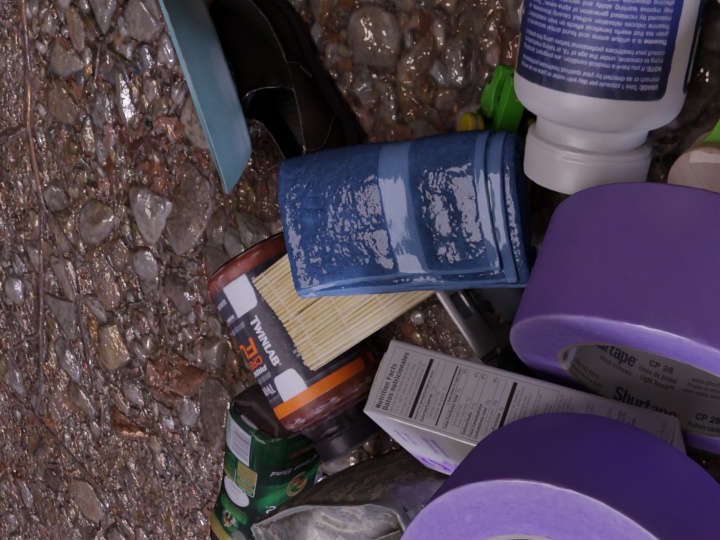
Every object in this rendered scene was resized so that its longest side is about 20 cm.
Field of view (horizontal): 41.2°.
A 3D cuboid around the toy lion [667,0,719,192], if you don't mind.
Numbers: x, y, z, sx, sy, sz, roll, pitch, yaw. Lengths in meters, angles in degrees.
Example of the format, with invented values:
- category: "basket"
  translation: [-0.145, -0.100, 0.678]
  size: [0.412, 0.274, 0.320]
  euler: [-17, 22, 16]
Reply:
- category: "toy lion"
  translation: [0.289, -0.111, 0.540]
  size: [0.190, 0.068, 0.203]
  euler: [19, 119, 27]

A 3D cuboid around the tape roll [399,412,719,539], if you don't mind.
- category: "tape roll"
  translation: [0.121, 0.190, 0.544]
  size: [0.197, 0.085, 0.203]
  euler: [11, 112, 27]

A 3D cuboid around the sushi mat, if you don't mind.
- category: "sushi mat"
  translation: [0.000, 0.000, 0.771]
  size: [0.199, 0.012, 0.096]
  euler: [-35, 85, 34]

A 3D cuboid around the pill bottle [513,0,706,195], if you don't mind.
- category: "pill bottle"
  translation: [0.155, -0.154, 0.600]
  size: [0.110, 0.110, 0.203]
  euler: [22, 120, 34]

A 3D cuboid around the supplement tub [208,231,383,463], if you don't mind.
- category: "supplement tub"
  translation: [-0.051, 0.072, 0.881]
  size: [0.107, 0.106, 0.202]
  euler: [-35, 82, 44]

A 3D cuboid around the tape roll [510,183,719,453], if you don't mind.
- category: "tape roll"
  translation: [0.196, 0.036, 0.575]
  size: [0.197, 0.086, 0.200]
  euler: [21, 163, 7]

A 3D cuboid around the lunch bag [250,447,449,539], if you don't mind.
- category: "lunch bag"
  translation: [0.034, 0.216, 0.822]
  size: [0.199, 0.163, 0.119]
  euler: [-32, 79, 45]

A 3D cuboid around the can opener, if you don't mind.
- category: "can opener"
  translation: [0.129, 0.071, 0.755]
  size: [0.201, 0.053, 0.067]
  euler: [56, 134, 8]

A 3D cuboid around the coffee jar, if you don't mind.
- category: "coffee jar"
  translation: [-0.094, 0.211, 0.978]
  size: [0.085, 0.104, 0.202]
  euler: [34, 128, 30]

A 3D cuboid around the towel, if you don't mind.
- category: "towel"
  translation: [0.028, -0.039, 0.704]
  size: [0.198, 0.048, 0.113]
  euler: [-3, 105, 32]

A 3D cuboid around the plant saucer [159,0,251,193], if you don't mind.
- category: "plant saucer"
  translation: [-0.133, -0.168, 0.831]
  size: [0.200, 0.035, 0.203]
  euler: [160, 91, -83]

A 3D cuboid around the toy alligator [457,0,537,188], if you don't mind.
- category: "toy alligator"
  translation: [0.102, -0.111, 0.710]
  size: [0.054, 0.058, 0.202]
  euler: [-108, 25, -57]

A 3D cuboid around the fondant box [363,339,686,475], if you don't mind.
- category: "fondant box"
  translation: [0.119, 0.121, 0.660]
  size: [0.198, 0.059, 0.144]
  euler: [15, 161, 29]

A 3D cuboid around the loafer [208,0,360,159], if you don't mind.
- category: "loafer"
  translation: [-0.076, -0.168, 0.830]
  size: [0.201, 0.071, 0.073]
  euler: [54, 133, 11]
